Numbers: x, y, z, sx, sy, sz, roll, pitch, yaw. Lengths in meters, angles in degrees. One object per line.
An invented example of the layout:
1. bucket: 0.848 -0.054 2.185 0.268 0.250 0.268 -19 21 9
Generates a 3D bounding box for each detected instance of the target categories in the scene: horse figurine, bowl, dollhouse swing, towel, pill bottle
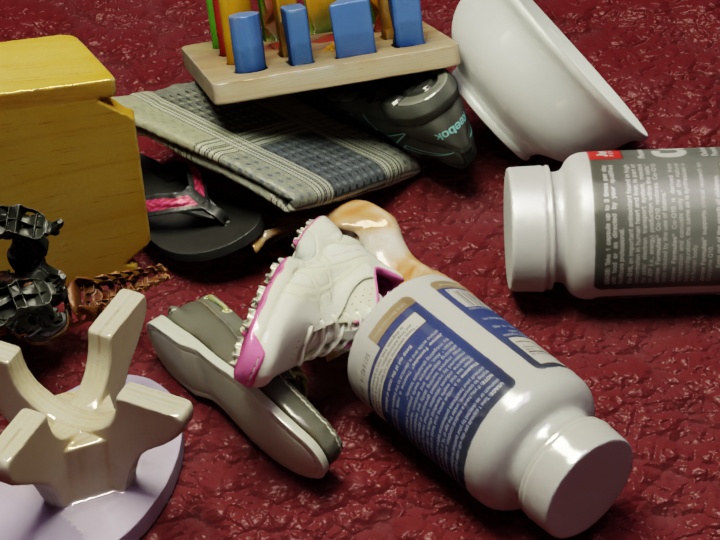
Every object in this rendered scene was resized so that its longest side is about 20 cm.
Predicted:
1. horse figurine: 0.000 0.000 1.647 0.132 0.050 0.200 -25 49 -14
2. bowl: 0.136 -0.155 1.740 0.090 0.201 0.201 -41 45 11
3. dollhouse swing: -0.269 -0.111 1.671 0.182 0.200 0.176 -8 42 -6
4. towel: -0.080 -0.103 1.726 0.200 0.035 0.193 28 25 24
5. pill bottle: 0.092 0.097 1.490 0.111 0.111 0.200 -30 49 -27
6. pill bottle: 0.212 -0.036 1.627 0.200 0.114 0.114 -2 42 0

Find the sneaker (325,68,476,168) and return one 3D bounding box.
1. sneaker: 0.033 -0.130 1.765 0.075 0.079 0.200 -39 24 -9

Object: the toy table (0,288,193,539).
1. toy table: -0.199 0.114 1.483 0.184 0.117 0.200 8 42 11

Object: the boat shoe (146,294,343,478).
1. boat shoe: -0.076 0.079 1.548 0.060 0.072 0.202 -34 47 -24

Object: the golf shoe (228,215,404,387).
1. golf shoe: -0.028 0.029 1.522 0.091 0.075 0.200 27 34 5

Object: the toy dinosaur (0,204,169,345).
1. toy dinosaur: -0.250 0.014 1.582 0.200 0.136 0.102 -29 66 -11

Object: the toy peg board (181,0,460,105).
1. toy peg board: -0.042 -0.214 1.743 0.200 0.098 0.199 -11 16 -9

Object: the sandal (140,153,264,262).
1. sandal: -0.159 -0.061 1.703 0.075 0.045 0.200 -39 44 -27
